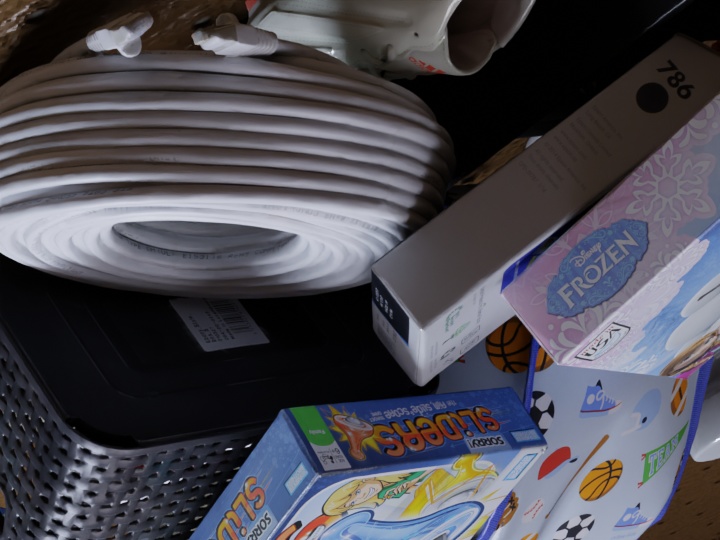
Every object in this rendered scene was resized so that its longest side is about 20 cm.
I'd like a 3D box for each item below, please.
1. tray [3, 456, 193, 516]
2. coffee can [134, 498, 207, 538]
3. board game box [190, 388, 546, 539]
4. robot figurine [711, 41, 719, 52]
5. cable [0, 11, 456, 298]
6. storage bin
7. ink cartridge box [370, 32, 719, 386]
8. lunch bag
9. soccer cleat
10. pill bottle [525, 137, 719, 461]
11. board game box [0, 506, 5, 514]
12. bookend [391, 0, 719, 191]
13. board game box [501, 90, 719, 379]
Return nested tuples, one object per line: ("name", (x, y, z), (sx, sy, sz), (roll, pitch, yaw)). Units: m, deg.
("tray", (-0.123, 0.111, 1.281), (0.200, 0.022, 0.107), (-26, 174, -10))
("coffee can", (-0.056, 0.114, 1.477), (0.146, 0.146, 0.200), (-26, 164, 10))
("board game box", (-0.023, 0.132, 1.072), (0.135, 0.034, 0.200), (-3, 140, -41))
("robot figurine", (0.176, -0.081, 1.187), (0.145, 0.058, 0.200), (-24, -170, -1))
("cable", (-0.060, -0.037, 0.994), (0.200, 0.069, 0.200), (12, 163, -36))
("storage bin", (-0.082, 0.055, 1.100), (0.200, 0.135, 0.094), (-8, 135, -37))
("ink cartridge box", (0.092, -0.034, 0.995), (0.200, 0.039, 0.099), (-35, 166, -9))
("lunch bag", (0.085, 0.058, 1.195), (0.124, 0.200, 0.170), (17, -163, 40))
("soccer cleat", (0.013, -0.102, 0.983), (0.069, 0.078, 0.200), (-7, 158, -46))
("pill bottle", (0.178, -0.002, 1.324), (0.113, 0.200, 0.113), (-22, 164, -6))
("board game box", (-0.204, 0.164, 1.417), (0.200, 0.034, 0.135), (15, 167, 9))
("bookend", (0.140, -0.126, 1.060), (0.199, 0.092, 0.200), (-8, 159, -44))
("board game box", (0.173, -0.035, 1.010), (0.200, 0.043, 0.199), (-43, 161, 14))
